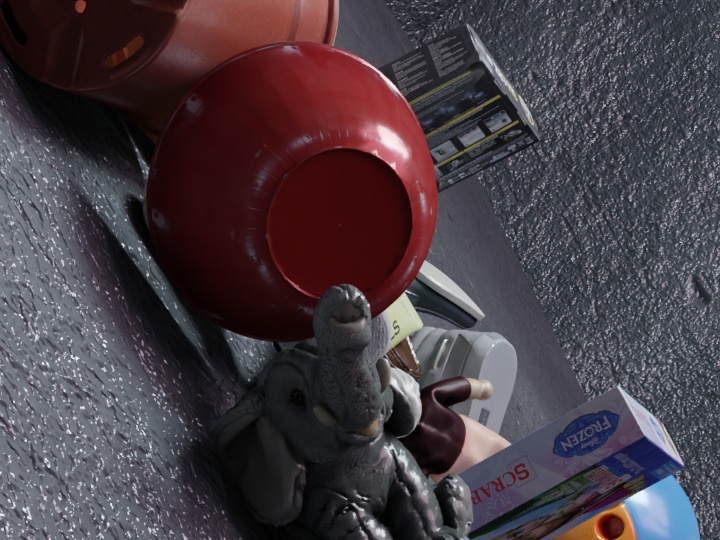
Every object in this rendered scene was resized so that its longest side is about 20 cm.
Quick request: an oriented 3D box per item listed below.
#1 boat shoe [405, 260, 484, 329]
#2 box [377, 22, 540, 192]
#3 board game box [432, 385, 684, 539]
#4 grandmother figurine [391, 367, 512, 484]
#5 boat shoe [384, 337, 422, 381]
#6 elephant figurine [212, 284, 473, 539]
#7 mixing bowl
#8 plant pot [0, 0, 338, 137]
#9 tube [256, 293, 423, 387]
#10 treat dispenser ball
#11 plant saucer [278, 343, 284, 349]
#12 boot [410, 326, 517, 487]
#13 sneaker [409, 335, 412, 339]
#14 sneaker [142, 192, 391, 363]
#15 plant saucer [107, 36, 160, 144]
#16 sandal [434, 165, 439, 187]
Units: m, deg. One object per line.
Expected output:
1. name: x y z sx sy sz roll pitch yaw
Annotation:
1. boat shoe: 0.021 0.010 1.550 0.199 0.062 0.073 29 11 -23
2. box: 0.042 -0.120 1.528 0.161 0.199 0.049 40 27 -58
3. board game box: 0.120 0.158 1.207 0.041 0.199 0.200 63 11 19
4. grandmother figurine: 0.060 0.133 1.301 0.200 0.060 0.122 41 58 -43
5. boat shoe: -0.002 0.000 1.379 0.203 0.075 0.075 56 16 10
6. elephant figurine: -0.016 0.097 1.041 0.201 0.154 0.142 67 23 -13
7. mixing bowl: -0.029 -0.038 1.092 0.201 0.200 0.108 56 -7 -21
8. plant pot: -0.140 -0.187 1.157 0.202 0.200 0.195 61 17 9
9. tube: -0.010 0.047 1.279 0.200 0.052 0.059 -42 145 -56
10. treat dispenser ball: 0.218 0.258 1.616 0.202 0.200 0.201 57 10 -16
11. plant saucer: -0.028 0.054 1.434 0.202 0.038 0.201 58 10 -16
12. boot: 0.056 0.142 1.415 0.073 0.095 0.201 39 66 -45
13. sneaker: 0.053 0.094 1.572 0.201 0.095 0.079 61 11 11
14. sneaker: -0.061 -0.010 1.217 0.200 0.076 0.105 39 7 -8
15. plant saucer: -0.102 -0.156 1.337 0.199 0.037 0.201 19 47 -22
16. sandal: -0.026 -0.069 1.477 0.076 0.198 0.043 132 -47 -58
